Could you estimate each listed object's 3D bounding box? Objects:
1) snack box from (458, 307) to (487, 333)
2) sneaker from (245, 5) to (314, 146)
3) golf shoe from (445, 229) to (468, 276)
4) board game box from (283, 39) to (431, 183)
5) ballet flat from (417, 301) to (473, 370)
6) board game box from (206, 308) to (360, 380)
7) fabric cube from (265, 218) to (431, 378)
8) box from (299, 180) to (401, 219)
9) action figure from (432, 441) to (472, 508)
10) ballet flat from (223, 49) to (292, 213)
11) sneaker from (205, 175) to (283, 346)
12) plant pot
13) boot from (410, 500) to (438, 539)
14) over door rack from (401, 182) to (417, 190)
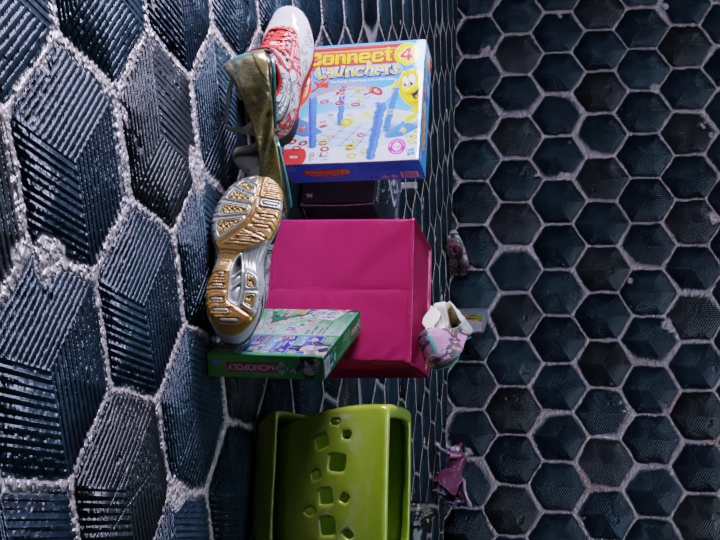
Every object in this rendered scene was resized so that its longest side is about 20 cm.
[{"bbox_3d":[0.354,0.169,3.229,0.200,0.141,0.053,-35,123,-75],"label":"snack box"},{"bbox_3d":[-0.103,-0.267,1.192,0.108,0.067,0.203,65,30,-69],"label":"sneaker"},{"bbox_3d":[0.344,-0.058,3.351,0.201,0.072,0.093,76,17,-49],"label":"golf shoe"},{"bbox_3d":[-0.003,-0.227,1.358,0.056,0.199,0.197,60,31,-64],"label":"board game box"},{"bbox_3d":[0.114,0.082,1.309,0.200,0.069,0.072,-31,101,-76],"label":"ballet flat"},{"bbox_3d":[-0.084,0.083,1.123,0.200,0.134,0.029,-46,134,-73],"label":"board game box"},{"bbox_3d":[-0.011,0.045,1.319,0.196,0.198,0.201,50,42,-74],"label":"fabric cube"},{"bbox_3d":[-0.009,-0.145,1.522,0.197,0.123,0.201,62,30,-62],"label":"box"},{"bbox_3d":[0.295,0.620,2.967,0.201,0.148,0.134,-63,148,-36],"label":"action figure"},{"bbox_3d":[-0.123,-0.156,1.107,0.071,0.070,0.201,-72,160,-56],"label":"ballet flat"},{"bbox_3d":[-0.134,-0.010,1.073,0.088,0.075,0.201,97,4,-63],"label":"sneaker"},{"bbox_3d":[-0.035,0.275,1.244,0.199,0.180,0.202,42,50,-74],"label":"plant pot"},{"bbox_3d":[0.140,0.654,2.368,0.204,0.073,0.155,41,52,-66],"label":"boot"},{"bbox_3d":[0.048,-0.072,1.885,0.200,0.066,0.149,-41,133,-47],"label":"over door rack"}]
